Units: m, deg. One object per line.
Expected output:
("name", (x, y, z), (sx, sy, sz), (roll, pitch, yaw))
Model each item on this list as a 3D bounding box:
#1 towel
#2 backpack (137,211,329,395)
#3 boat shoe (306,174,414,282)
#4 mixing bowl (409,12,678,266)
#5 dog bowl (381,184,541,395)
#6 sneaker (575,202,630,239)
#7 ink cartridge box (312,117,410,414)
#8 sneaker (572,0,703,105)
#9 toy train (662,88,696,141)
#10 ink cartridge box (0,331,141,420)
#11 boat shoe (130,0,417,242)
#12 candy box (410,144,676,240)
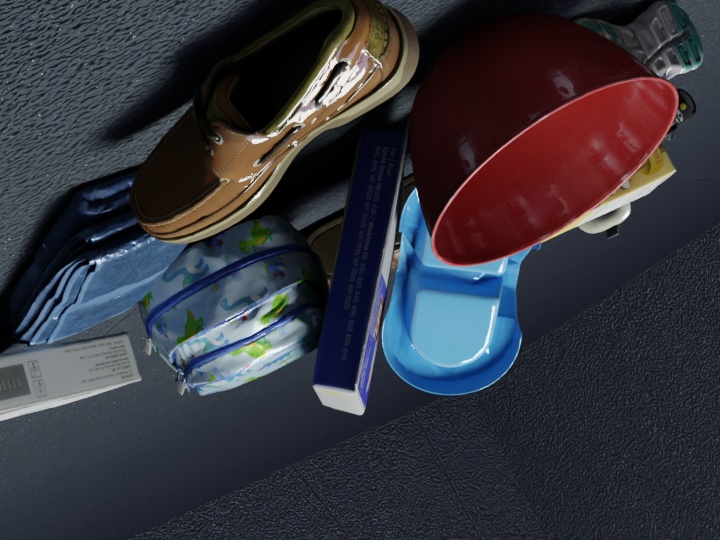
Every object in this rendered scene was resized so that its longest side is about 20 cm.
("towel", (-0.167, -0.008, 1.119), (0.111, 0.049, 0.200), (-24, 169, -31))
("backpack", (-0.096, 0.025, 1.286), (0.162, 0.155, 0.200), (-20, 157, -6))
("boat shoe", (0.037, -0.042, 1.497), (0.199, 0.072, 0.068), (-17, 173, -8))
("mixing bowl", (0.109, -0.106, 1.154), (0.199, 0.109, 0.200), (-27, 158, -12))
("dog bowl", (0.078, -0.001, 1.308), (0.111, 0.201, 0.050), (7, -153, -4))
("sneaker", (0.218, -0.095, 1.520), (0.198, 0.130, 0.079), (-19, 168, -45))
("ink cartridge box", (0.000, 0.000, 1.257), (0.047, 0.199, 0.200), (11, 169, 5))
("sneaker", (0.187, -0.153, 1.307), (0.199, 0.078, 0.091), (-17, 169, -44))
("toy train", (0.231, -0.123, 1.303), (0.046, 0.034, 0.200), (-35, -178, 3))
("ink cartridge box", (-0.287, 0.094, 1.220), (0.173, 0.044, 0.200), (-19, 175, 26))
("boat shoe", (-0.064, -0.089, 0.920), (0.200, 0.072, 0.068), (-38, 156, 22))
("candy box", (0.155, -0.091, 1.402), (0.199, 0.117, 0.056), (-24, 170, -27))
